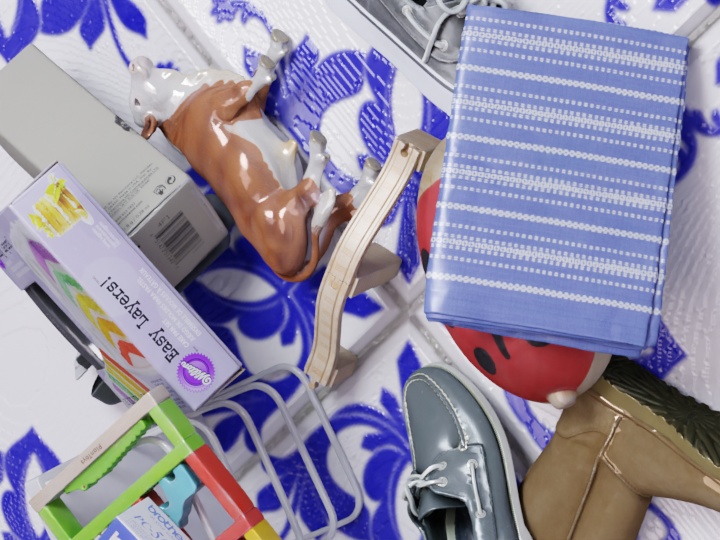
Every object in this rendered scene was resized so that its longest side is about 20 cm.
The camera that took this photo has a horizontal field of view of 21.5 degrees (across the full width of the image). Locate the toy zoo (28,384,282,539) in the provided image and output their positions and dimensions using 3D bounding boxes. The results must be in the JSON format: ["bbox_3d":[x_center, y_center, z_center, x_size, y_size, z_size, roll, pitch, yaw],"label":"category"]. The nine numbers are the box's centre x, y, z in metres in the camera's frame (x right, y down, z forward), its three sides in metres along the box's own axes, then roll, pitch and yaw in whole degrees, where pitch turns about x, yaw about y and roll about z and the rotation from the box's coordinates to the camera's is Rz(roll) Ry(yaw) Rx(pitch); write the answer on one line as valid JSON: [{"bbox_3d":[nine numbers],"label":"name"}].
[{"bbox_3d":[-0.112,0.190,1.219,0.131,0.020,0.200,-42,84,27],"label":"toy zoo"}]

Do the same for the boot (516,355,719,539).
[{"bbox_3d":[0.175,0.173,1.245,0.175,0.066,0.201,37,120,32],"label":"boot"}]

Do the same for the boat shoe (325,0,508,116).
[{"bbox_3d":[0.062,-0.157,1.213,0.199,0.073,0.068,44,136,25],"label":"boat shoe"}]

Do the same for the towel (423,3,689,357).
[{"bbox_3d":[0.121,-0.055,1.158,0.144,0.024,0.201,9,82,1],"label":"towel"}]

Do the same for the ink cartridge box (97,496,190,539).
[{"bbox_3d":[-0.099,0.248,1.191,0.200,0.044,0.094,45,114,9],"label":"ink cartridge box"}]

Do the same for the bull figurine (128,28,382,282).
[{"bbox_3d":[-0.077,-0.089,1.322,0.200,0.065,0.121,51,123,9],"label":"bull figurine"}]

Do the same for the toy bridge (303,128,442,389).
[{"bbox_3d":[0.000,0.000,1.299,0.027,0.067,0.201,32,117,20],"label":"toy bridge"}]

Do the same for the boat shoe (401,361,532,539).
[{"bbox_3d":[0.063,0.151,1.271,0.073,0.062,0.201,-44,56,43],"label":"boat shoe"}]

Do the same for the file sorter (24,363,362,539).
[{"bbox_3d":[-0.106,0.162,1.334,0.124,0.200,0.139,-25,90,30],"label":"file sorter"}]

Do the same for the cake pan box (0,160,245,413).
[{"bbox_3d":[-0.177,0.019,1.301,0.184,0.052,0.200,51,163,-8],"label":"cake pan box"}]

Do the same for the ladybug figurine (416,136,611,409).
[{"bbox_3d":[0.093,-0.006,1.212,0.136,0.072,0.201,-34,69,36],"label":"ladybug figurine"}]

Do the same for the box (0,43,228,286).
[{"bbox_3d":[-0.188,-0.073,1.347,0.068,0.082,0.200,-44,57,-9],"label":"box"}]

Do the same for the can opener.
[{"bbox_3d":[-0.153,0.021,1.418,0.066,0.053,0.200,30,126,-18],"label":"can opener"}]
